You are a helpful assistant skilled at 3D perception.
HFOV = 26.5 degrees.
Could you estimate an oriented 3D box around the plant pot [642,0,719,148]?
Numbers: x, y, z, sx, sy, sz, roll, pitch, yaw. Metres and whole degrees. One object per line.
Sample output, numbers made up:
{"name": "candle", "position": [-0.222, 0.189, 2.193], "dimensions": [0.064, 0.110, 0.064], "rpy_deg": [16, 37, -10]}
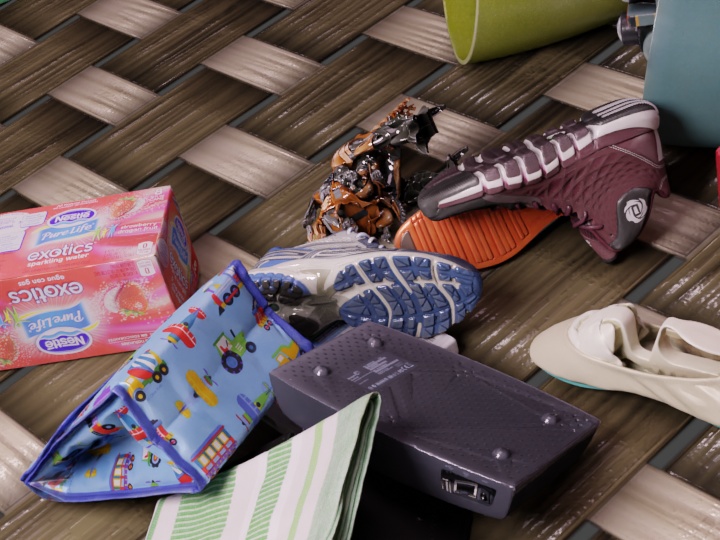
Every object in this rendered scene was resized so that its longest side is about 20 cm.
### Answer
{"name": "plant pot", "position": [0.323, -0.190, 1.248], "dimensions": [0.160, 0.201, 0.201], "rpy_deg": [11, 43, 13]}

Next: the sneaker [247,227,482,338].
{"name": "sneaker", "position": [0.000, 0.000, 1.190], "dimensions": [0.199, 0.077, 0.085], "rpy_deg": [-1, 35, 19]}

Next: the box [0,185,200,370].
{"name": "box", "position": [-0.245, 0.008, 1.283], "dimensions": [0.199, 0.095, 0.103], "rpy_deg": [-9, 37, 9]}

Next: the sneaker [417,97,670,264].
{"name": "sneaker", "position": [0.152, -0.048, 1.194], "dimensions": [0.199, 0.116, 0.076], "rpy_deg": [-21, 15, 3]}

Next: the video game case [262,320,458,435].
{"name": "video game case", "position": [-0.040, 0.061, 1.203], "dimensions": [0.143, 0.018, 0.200], "rpy_deg": [-37, 42, -24]}

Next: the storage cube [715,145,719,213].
{"name": "storage cube", "position": [0.362, -0.034, 1.038], "dimensions": [0.170, 0.181, 0.200], "rpy_deg": [21, 49, 39]}

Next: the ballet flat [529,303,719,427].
{"name": "ballet flat", "position": [0.204, 0.056, 1.077], "dimensions": [0.199, 0.070, 0.069], "rpy_deg": [15, 47, 36]}

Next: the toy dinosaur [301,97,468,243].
{"name": "toy dinosaur", "position": [0.014, -0.088, 1.318], "dimensions": [0.135, 0.102, 0.201], "rpy_deg": [-14, 55, 31]}

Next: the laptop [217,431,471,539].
{"name": "laptop", "position": [-0.047, 0.217, 1.013], "dimensions": [0.199, 0.116, 0.188], "rpy_deg": [-30, 27, 32]}

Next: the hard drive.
{"name": "hard drive", "position": [0.049, 0.101, 1.054], "dimensions": [0.199, 0.043, 0.135], "rpy_deg": [22, 28, 30]}

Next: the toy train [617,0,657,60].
{"name": "toy train", "position": [0.328, -0.249, 1.380], "dimensions": [0.199, 0.114, 0.085], "rpy_deg": [-2, 38, 18]}

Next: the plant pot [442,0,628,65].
{"name": "plant pot", "position": [0.189, -0.297, 1.464], "dimensions": [0.199, 0.188, 0.188], "rpy_deg": [-4, 36, -6]}

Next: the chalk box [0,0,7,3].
{"name": "chalk box", "position": [-0.465, -0.397, 1.864], "dimensions": [0.124, 0.124, 0.200], "rpy_deg": [-22, 38, -9]}

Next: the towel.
{"name": "towel", "position": [-0.076, 0.167, 0.968], "dimensions": [0.199, 0.023, 0.153], "rpy_deg": [-31, 27, 32]}

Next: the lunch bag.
{"name": "lunch bag", "position": [-0.153, 0.099, 1.115], "dimensions": [0.200, 0.094, 0.151], "rpy_deg": [-28, 17, 47]}

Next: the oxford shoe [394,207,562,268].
{"name": "oxford shoe", "position": [0.116, -0.053, 1.266], "dimensions": [0.199, 0.072, 0.073], "rpy_deg": [-23, 13, -10]}
